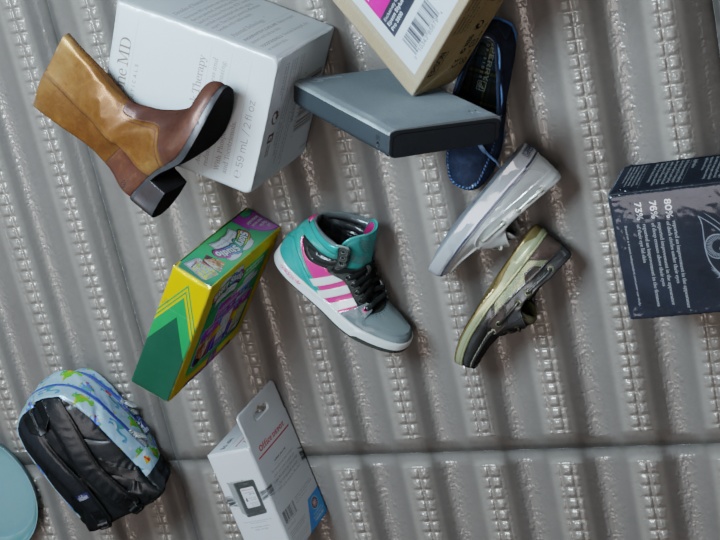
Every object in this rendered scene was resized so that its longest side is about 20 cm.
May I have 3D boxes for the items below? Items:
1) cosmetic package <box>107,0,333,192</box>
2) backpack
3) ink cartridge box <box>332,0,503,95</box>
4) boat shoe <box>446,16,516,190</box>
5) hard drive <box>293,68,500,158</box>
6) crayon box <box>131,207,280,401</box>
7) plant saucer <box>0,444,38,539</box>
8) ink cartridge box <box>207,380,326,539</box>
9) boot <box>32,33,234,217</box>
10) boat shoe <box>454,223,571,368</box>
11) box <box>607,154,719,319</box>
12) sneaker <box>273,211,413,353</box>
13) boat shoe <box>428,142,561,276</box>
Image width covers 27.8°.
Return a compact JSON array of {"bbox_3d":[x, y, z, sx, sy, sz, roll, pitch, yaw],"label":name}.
[{"bbox_3d":[-0.164,-0.217,1.655,0.199,0.166,0.168,21,118,13],"label":"cosmetic package"},{"bbox_3d":[-0.368,0.229,1.952,0.163,0.154,0.200,-32,120,31],"label":"backpack"},{"bbox_3d":[0.068,-0.312,1.521,0.165,0.075,0.200,51,140,17],"label":"ink cartridge box"},{"bbox_3d":[0.121,-0.181,1.614,0.084,0.069,0.201,11,115,17],"label":"boat shoe"},{"bbox_3d":[0.035,-0.172,1.558,0.200,0.139,0.033,34,128,51],"label":"hard drive"},{"bbox_3d":[-0.185,0.038,1.752,0.058,0.200,0.173,28,119,8],"label":"crayon box"},{"bbox_3d":[-0.551,0.320,2.118,0.199,0.027,0.201,8,114,19],"label":"plant saucer"},{"bbox_3d":[-0.125,0.257,1.872,0.066,0.116,0.201,-14,106,27],"label":"ink cartridge box"},{"bbox_3d":[-0.248,-0.187,1.584,0.200,0.068,0.188,45,130,7],"label":"boot"},{"bbox_3d":[0.175,0.042,1.686,0.065,0.073,0.201,34,120,11],"label":"boat shoe"},{"bbox_3d":[0.379,-0.040,1.552,0.199,0.104,0.149,-5,110,23],"label":"box"},{"bbox_3d":[0.000,0.000,1.736,0.200,0.084,0.121,38,130,4],"label":"sneaker"},{"bbox_3d":[0.153,-0.056,1.658,0.066,0.072,0.200,37,117,-2],"label":"boat shoe"}]
